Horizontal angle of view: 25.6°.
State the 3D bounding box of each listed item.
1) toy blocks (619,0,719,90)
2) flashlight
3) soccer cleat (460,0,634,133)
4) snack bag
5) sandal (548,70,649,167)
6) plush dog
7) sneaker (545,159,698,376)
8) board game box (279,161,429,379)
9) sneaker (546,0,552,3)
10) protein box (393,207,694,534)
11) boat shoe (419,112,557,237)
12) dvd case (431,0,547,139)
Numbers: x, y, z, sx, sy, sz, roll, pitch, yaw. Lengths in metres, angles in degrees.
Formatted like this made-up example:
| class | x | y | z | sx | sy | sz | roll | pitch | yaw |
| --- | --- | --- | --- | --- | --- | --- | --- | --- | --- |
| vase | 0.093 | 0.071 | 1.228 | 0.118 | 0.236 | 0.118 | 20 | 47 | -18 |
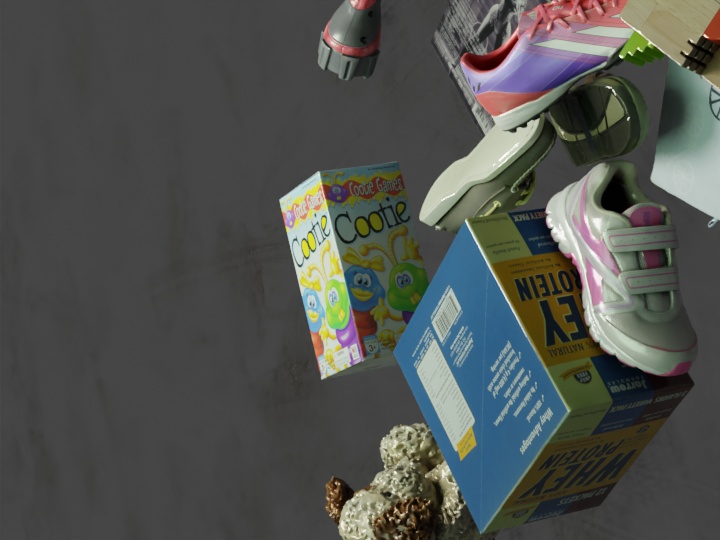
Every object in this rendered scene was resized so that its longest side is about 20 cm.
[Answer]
| class | x | y | z | sx | sy | sz | roll | pitch | yaw |
| --- | --- | --- | --- | --- | --- | --- | --- | --- | --- |
| toy blocks | 0.277 | -0.204 | 1.113 | 0.137 | 0.099 | 0.201 | 48 | 114 | 41 |
| flashlight | 0.005 | -0.296 | 1.629 | 0.068 | 0.067 | 0.202 | 56 | 143 | 40 |
| soccer cleat | 0.168 | -0.189 | 1.252 | 0.199 | 0.068 | 0.073 | -34 | 107 | 30 |
| snack bag | 0.292 | -0.120 | 1.199 | 0.200 | 0.021 | 0.191 | 38 | 129 | 56 |
| sandal | 0.203 | -0.130 | 1.316 | 0.081 | 0.057 | 0.201 | 67 | 169 | -12 |
| plush dog | 0.056 | 0.241 | 1.571 | 0.199 | 0.170 | 0.163 | -6 | 92 | 61 |
| sneaker | 0.221 | -0.008 | 1.297 | 0.202 | 0.080 | 0.089 | 65 | 149 | 27 |
| board game box | 0.000 | 0.000 | 1.680 | 0.103 | 0.104 | 0.203 | -29 | 73 | 59 |
| sneaker | 0.177 | -0.278 | 1.314 | 0.091 | 0.076 | 0.201 | -41 | 71 | 28 |
| protein box | 0.153 | 0.086 | 1.391 | 0.201 | 0.133 | 0.199 | 63 | 146 | 30 |
| boat shoe | 0.128 | -0.086 | 1.469 | 0.201 | 0.060 | 0.073 | -39 | 24 | 54 |
| dvd case | 0.133 | -0.230 | 1.465 | 0.150 | 0.016 | 0.201 | 64 | 148 | 30 |
